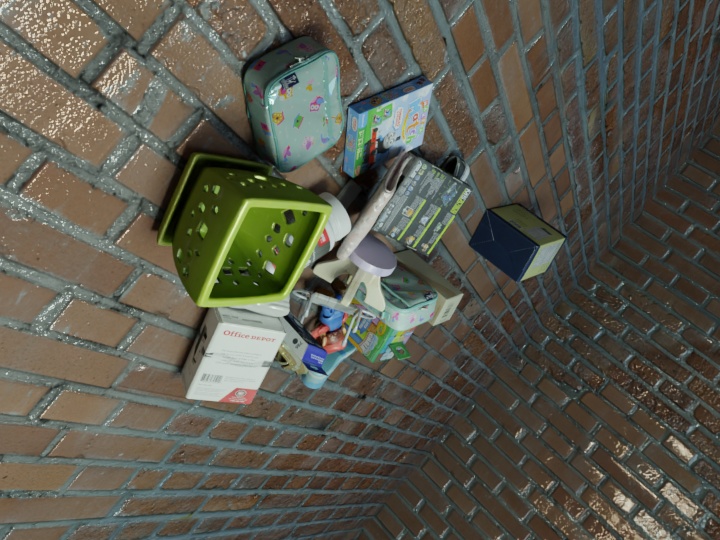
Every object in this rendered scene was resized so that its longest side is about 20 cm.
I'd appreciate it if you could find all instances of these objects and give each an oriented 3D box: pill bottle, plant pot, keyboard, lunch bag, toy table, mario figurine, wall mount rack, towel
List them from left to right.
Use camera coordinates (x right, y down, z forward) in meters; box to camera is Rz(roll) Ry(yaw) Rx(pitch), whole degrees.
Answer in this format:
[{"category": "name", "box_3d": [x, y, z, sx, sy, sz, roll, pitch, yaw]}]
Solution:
[{"category": "plant pot", "box_3d": [-0.200, -0.075, 1.026, 0.200, 0.181, 0.199, -2, 128, -54]}, {"category": "pill bottle", "box_3d": [-0.123, -0.063, 1.219, 0.200, 0.114, 0.114, -35, 149, -23]}, {"category": "lunch bag", "box_3d": [-0.101, -0.270, 1.032, 0.160, 0.077, 0.200, -35, 149, -24]}, {"category": "mario figurine", "box_3d": [-0.087, 0.117, 1.561, 0.123, 0.106, 0.200, 0, 123, -9]}, {"category": "keyboard", "box_3d": [-0.070, -0.106, 1.353, 0.200, 0.011, 0.056, -51, 157, 5]}, {"category": "wall mount rack", "box_3d": [-0.073, 0.111, 1.449, 0.174, 0.200, 0.075, 123, -16, -71]}, {"category": "toy table", "box_3d": [0.000, 0.000, 1.421, 0.117, 0.184, 0.200, -58, 173, 18]}, {"category": "towel", "box_3d": [0.030, -0.135, 1.301, 0.200, 0.032, 0.191, -55, -175, 39]}, {"category": "lunch bag", "box_3d": [0.081, 0.060, 1.549, 0.160, 0.200, 0.077, -14, 129, -43]}]

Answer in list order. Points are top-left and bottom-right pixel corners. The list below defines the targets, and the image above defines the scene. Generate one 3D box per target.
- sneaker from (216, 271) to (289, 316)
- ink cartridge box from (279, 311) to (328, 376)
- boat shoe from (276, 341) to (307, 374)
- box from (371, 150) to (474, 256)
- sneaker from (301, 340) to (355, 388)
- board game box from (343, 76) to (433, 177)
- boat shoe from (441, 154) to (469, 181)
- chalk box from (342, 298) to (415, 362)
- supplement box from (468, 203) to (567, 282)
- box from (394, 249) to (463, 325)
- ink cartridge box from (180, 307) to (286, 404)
[{"category": "sneaker", "box_3d": [-0.226, 0.027, 1.244, 0.200, 0.089, 0.075, 22, 150, -40]}, {"category": "ink cartridge box", "box_3d": [-0.137, 0.141, 1.361, 0.039, 0.200, 0.099, -46, 153, 3]}, {"category": "boat shoe", "box_3d": [-0.172, 0.204, 1.538, 0.066, 0.074, 0.200, -23, 147, -11]}, {"category": "box", "box_3d": [0.139, -0.152, 1.478, 0.193, 0.048, 0.200, 21, 110, -38]}, {"category": "sneaker", "box_3d": [-0.087, 0.237, 1.695, 0.200, 0.080, 0.131, -36, 165, -41]}, {"category": "board game box", "box_3d": [0.055, -0.289, 1.271, 0.200, 0.037, 0.151, -32, 148, -30]}, {"category": "boat shoe", "box_3d": [0.196, -0.189, 1.554, 0.199, 0.074, 0.068, -56, 145, 9]}, {"category": "chalk box", "box_3d": [0.054, 0.152, 1.641, 0.125, 0.200, 0.124, -1, 126, -54]}, {"category": "supplement box", "box_3d": [0.485, -0.090, 1.944, 0.200, 0.200, 0.134, -14, 137, -45]}, {"category": "box", "box_3d": [0.159, 0.042, 1.651, 0.078, 0.200, 0.095, -15, 137, -46]}, {"category": "ink cartridge box", "box_3d": [-0.262, 0.169, 1.296, 0.147, 0.083, 0.200, 14, 117, -32]}]
